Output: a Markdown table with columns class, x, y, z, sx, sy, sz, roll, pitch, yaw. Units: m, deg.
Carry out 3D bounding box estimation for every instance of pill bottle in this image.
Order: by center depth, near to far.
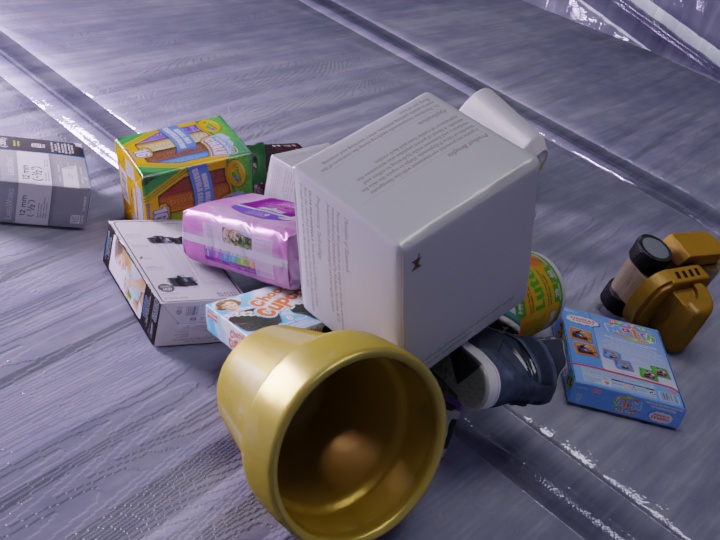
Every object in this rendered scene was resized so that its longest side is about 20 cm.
| class | x | y | z | sx | sy | sz | roll | pitch | yaw |
| --- | --- | --- | --- | --- | --- | --- | --- | --- | --- |
| pill bottle | 0.174 | 0.047 | 1.529 | 0.110 | 0.112 | 0.199 | 32 | 31 | 30 |

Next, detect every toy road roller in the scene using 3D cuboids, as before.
| class | x | y | z | sx | sy | sz | roll | pitch | yaw |
| --- | --- | --- | --- | --- | --- | --- | --- | --- | --- |
| toy road roller | 0.463 | 0.036 | 1.706 | 0.198 | 0.124 | 0.147 | -7 | 49 | -36 |

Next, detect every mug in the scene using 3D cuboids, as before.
| class | x | y | z | sx | sy | sz | roll | pitch | yaw |
| --- | --- | --- | --- | --- | --- | --- | --- | --- | --- |
| mug | 0.254 | -0.222 | 2.057 | 0.153 | 0.151 | 0.186 | 36 | 39 | 21 |

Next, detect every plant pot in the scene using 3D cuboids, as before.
| class | x | y | z | sx | sy | sz | roll | pitch | yaw |
| --- | --- | --- | --- | --- | --- | --- | --- | --- | --- |
| plant pot | -0.046 | 0.145 | 1.161 | 0.199 | 0.204 | 0.188 | -4 | 16 | -33 |

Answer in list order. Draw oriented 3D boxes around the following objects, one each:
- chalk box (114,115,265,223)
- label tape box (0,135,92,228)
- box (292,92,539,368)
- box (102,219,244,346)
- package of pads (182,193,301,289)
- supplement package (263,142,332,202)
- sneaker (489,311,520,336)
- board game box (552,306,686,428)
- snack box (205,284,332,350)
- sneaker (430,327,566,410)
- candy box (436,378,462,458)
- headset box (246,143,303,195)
| class | x | y | z | sx | sy | sz | roll | pitch | yaw |
| --- | --- | --- | --- | --- | --- | --- | --- | --- | --- |
| chalk box | -0.214 | -0.121 | 1.578 | 0.198 | 0.126 | 0.124 | -16 | 38 | -21 |
| label tape box | -0.467 | -0.124 | 1.562 | 0.197 | 0.067 | 0.144 | 6 | 28 | -22 |
| box | 0.058 | -0.036 | 1.221 | 0.198 | 0.202 | 0.171 | -32 | 49 | -28 |
| box | -0.231 | 0.010 | 1.439 | 0.115 | 0.061 | 0.200 | -3 | 33 | -32 |
| package of pads | -0.108 | -0.039 | 1.396 | 0.198 | 0.077 | 0.120 | 14 | 24 | 42 |
| supplement package | -0.017 | -0.065 | 1.485 | 0.199 | 0.119 | 0.116 | 31 | 30 | 32 |
| sneaker | 0.115 | 0.013 | 1.391 | 0.199 | 0.077 | 0.080 | 35 | 63 | -12 |
| board game box | 0.339 | 0.124 | 1.555 | 0.149 | 0.037 | 0.201 | 14 | 28 | -4 |
| snack box | -0.062 | 0.049 | 1.326 | 0.198 | 0.038 | 0.116 | -17 | 29 | -32 |
| sneaker | 0.142 | 0.086 | 1.322 | 0.145 | 0.078 | 0.203 | -1 | 33 | -31 |
| candy box | 0.028 | 0.115 | 1.367 | 0.198 | 0.072 | 0.168 | 19 | 27 | 6 |
| headset box | -0.105 | -0.110 | 1.718 | 0.147 | 0.078 | 0.200 | -7 | 33 | -37 |
